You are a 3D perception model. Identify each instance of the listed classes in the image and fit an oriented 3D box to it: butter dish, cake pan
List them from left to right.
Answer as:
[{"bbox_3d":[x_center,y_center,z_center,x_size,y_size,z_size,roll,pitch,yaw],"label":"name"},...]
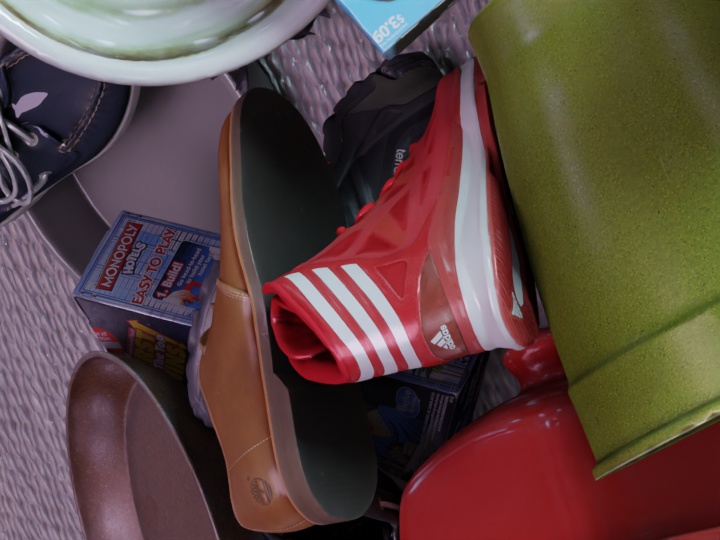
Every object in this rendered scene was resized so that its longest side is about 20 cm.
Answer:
[{"bbox_3d":[-0.107,-0.062,1.525,0.200,0.037,0.201,23,130,30],"label":"cake pan"},{"bbox_3d":[0.104,0.097,1.361,0.200,0.199,0.148,-35,68,50],"label":"butter dish"}]

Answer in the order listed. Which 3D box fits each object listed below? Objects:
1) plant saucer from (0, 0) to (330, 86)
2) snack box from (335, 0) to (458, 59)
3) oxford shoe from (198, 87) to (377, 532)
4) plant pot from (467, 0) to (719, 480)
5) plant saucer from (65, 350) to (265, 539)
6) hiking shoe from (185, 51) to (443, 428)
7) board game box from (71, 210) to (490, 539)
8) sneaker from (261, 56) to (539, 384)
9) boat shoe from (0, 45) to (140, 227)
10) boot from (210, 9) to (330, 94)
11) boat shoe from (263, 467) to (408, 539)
[{"bbox_3d":[-0.089,-0.178,1.251,0.200,0.200,0.050,57,-179,-4],"label":"plant saucer"},{"bbox_3d":[0.048,-0.194,1.202,0.116,0.200,0.037,49,-178,4],"label":"snack box"},{"bbox_3d":[-0.046,0.018,1.314,0.071,0.071,0.201,-19,69,39],"label":"oxford shoe"},{"bbox_3d":[0.142,-0.046,1.216,0.200,0.200,0.193,-34,80,48],"label":"plant pot"},{"bbox_3d":[-0.089,0.132,1.451,0.200,0.034,0.201,46,144,48],"label":"plant saucer"},{"bbox_3d":[0.000,0.000,1.371,0.101,0.076,0.200,34,90,18],"label":"hiking shoe"},{"bbox_3d":[-0.045,0.057,1.491,0.199,0.062,0.200,23,145,8],"label":"board game box"},{"bbox_3d":[0.012,-0.022,1.274,0.115,0.200,0.079,-16,115,10],"label":"sneaker"},{"bbox_3d":[-0.180,-0.069,1.511,0.200,0.062,0.075,-33,91,48],"label":"boat shoe"},{"bbox_3d":[-0.082,-0.180,1.361,0.199,0.073,0.162,59,171,-3],"label":"boot"},{"bbox_3d":[-0.007,0.127,1.414,0.200,0.072,0.068,58,-165,-57],"label":"boat shoe"}]
